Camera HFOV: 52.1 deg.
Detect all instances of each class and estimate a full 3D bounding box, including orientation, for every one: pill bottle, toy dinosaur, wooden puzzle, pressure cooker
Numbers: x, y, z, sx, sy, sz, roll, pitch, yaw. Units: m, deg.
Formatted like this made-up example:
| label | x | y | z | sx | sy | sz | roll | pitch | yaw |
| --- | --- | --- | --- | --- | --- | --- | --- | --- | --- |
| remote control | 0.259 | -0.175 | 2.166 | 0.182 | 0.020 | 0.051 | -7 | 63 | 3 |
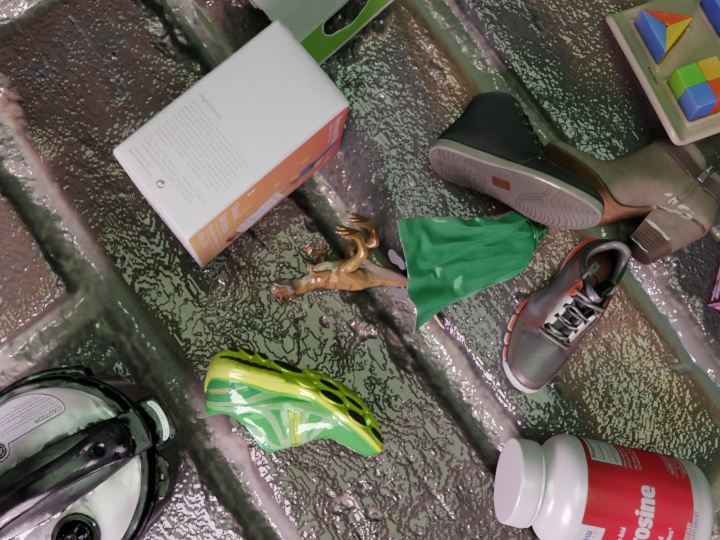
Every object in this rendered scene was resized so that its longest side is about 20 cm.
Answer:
| label | x | y | z | sx | sy | sz | roll | pitch | yaw |
| --- | --- | --- | --- | --- | --- | --- | --- | --- | --- |
| pill bottle | 0.244 | 0.234 | 0.756 | 0.196 | 0.112 | 0.115 | 12 | 80 | -5 |
| toy dinosaur | 0.000 | 0.000 | 0.799 | 0.195 | 0.061 | 0.108 | 2 | 116 | -10 |
| wooden puzzle | 0.412 | -0.258 | 0.861 | 0.196 | 0.046 | 0.188 | -17 | 71 | -10 |
| pressure cooker | -0.255 | 0.179 | 0.654 | 0.175 | 0.200 | 0.179 | 18 | 81 | -3 |

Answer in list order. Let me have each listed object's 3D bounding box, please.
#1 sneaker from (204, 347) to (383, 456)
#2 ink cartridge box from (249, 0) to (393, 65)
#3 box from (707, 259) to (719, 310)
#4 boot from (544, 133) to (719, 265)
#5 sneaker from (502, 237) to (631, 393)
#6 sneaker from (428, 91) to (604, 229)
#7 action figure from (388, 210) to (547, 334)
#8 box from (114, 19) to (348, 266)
| label | x | y | z | sx | sy | sz | roll | pitch | yaw |
| --- | --- | --- | --- | --- | --- | --- | --- | --- | --- |
| sneaker | -0.069 | 0.147 | 0.762 | 0.197 | 0.074 | 0.085 | 23 | 105 | -6 |
| ink cartridge box | -0.064 | -0.338 | 0.782 | 0.147 | 0.200 | 0.076 | -39 | 49 | 7 |
| box | 0.461 | -0.056 | 0.811 | 0.038 | 0.137 | 0.204 | 20 | 80 | -3 |
| boot | 0.319 | -0.109 | 0.843 | 0.146 | 0.070 | 0.200 | -42 | 89 | -17 |
| sneaker | 0.224 | 0.040 | 0.796 | 0.076 | 0.082 | 0.202 | 34 | 79 | -1 |
| sneaker | 0.182 | -0.127 | 0.792 | 0.197 | 0.075 | 0.107 | 27 | 67 | 19 |
| action figure | 0.124 | -0.019 | 0.794 | 0.197 | 0.054 | 0.121 | -16 | 110 | -25 |
| box | -0.122 | -0.119 | 0.736 | 0.199 | 0.152 | 0.107 | -41 | 87 | -10 |
